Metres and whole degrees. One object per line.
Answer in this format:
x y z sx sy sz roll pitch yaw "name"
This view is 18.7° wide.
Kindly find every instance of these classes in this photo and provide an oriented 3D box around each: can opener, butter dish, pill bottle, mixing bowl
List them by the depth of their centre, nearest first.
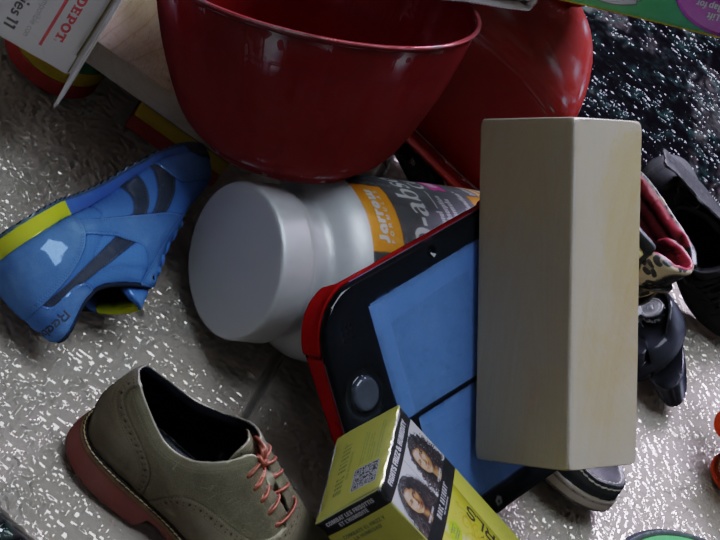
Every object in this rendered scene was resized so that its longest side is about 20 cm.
-0.036 -0.121 1.301 0.198 0.109 0.201 11 24 -5 "mixing bowl"
0.000 0.000 1.346 0.199 0.117 0.117 5 48 -42 "pill bottle"
0.091 -0.162 1.452 0.200 0.147 0.200 43 37 -20 "butter dish"
0.191 0.010 1.585 0.063 0.079 0.201 -10 45 -2 "can opener"

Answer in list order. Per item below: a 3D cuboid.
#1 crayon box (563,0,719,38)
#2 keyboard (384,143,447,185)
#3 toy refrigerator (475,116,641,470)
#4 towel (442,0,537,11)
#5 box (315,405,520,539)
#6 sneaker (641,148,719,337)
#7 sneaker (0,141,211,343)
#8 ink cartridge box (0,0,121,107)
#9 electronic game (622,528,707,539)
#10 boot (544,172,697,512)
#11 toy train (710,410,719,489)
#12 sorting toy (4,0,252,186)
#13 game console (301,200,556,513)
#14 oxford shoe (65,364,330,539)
0.121 -0.224 1.366 0.198 0.059 0.173 10 26 -19 "crayon box"
0.035 -0.117 1.509 0.201 0.039 0.104 61 31 -14 "keyboard"
0.118 0.012 1.286 0.070 0.076 0.202 0 91 -44 "toy refrigerator"
0.010 -0.212 1.363 0.143 0.023 0.200 3 29 -25 "towel"
0.059 0.173 1.222 0.200 0.050 0.076 50 30 -21 "box"
0.248 -0.011 1.583 0.201 0.060 0.104 58 10 -20 "sneaker"
-0.141 -0.015 1.279 0.079 0.066 0.200 55 35 0 "sneaker"
-0.162 -0.200 1.285 0.067 0.117 0.201 29 36 -13 "ink cartridge box"
0.226 0.248 1.358 0.199 0.042 0.201 25 37 -21 "electronic game"
0.154 0.038 1.418 0.073 0.151 0.201 17 40 -40 "boot"
0.317 0.141 1.558 0.199 0.056 0.151 35 34 -15 "toy train"
-0.135 -0.158 1.430 0.198 0.070 0.201 35 35 -9 "sorting toy"
0.057 0.064 1.296 0.199 0.031 0.178 -29 105 -38 "game console"
-0.063 0.128 1.180 0.199 0.075 0.071 34 35 -10 "oxford shoe"
